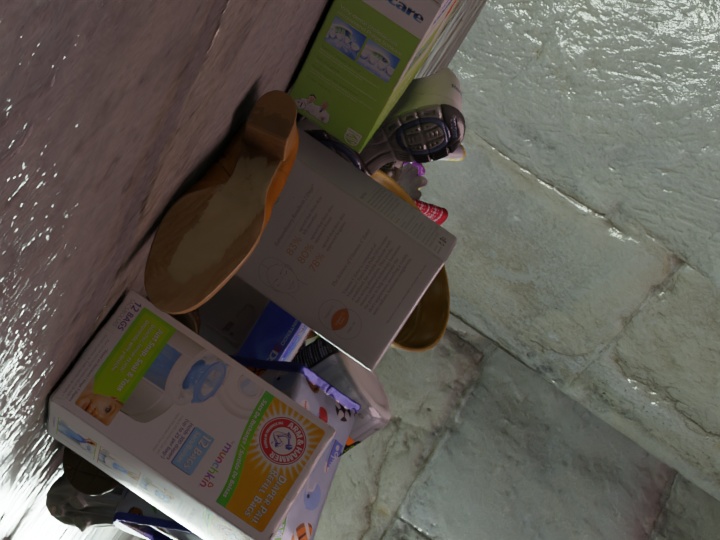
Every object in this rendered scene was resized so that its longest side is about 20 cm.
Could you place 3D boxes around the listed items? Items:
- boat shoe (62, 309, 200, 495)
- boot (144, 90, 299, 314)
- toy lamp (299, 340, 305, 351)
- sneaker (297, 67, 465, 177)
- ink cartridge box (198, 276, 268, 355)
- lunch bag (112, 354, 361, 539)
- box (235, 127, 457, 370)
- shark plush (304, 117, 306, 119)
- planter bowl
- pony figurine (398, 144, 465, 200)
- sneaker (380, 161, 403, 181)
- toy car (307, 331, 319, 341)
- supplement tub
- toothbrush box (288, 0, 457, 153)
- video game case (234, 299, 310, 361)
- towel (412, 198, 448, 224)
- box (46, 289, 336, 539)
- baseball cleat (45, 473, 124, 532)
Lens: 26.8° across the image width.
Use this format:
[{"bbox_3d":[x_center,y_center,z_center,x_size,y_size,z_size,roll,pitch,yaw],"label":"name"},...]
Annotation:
[{"bbox_3d":[-0.197,0.112,1.352,0.201,0.072,0.068,-59,176,14],"label":"boat shoe"},{"bbox_3d":[-0.104,-0.035,1.179,0.203,0.070,0.144,-61,178,-20],"label":"boot"},{"bbox_3d":[-0.063,0.016,1.651,0.058,0.058,0.201,-55,170,-46],"label":"toy lamp"},{"bbox_3d":[0.012,-0.136,1.431,0.198,0.075,0.088,-10,-139,22],"label":"sneaker"},{"bbox_3d":[-0.182,0.108,1.591,0.201,0.084,0.145,-57,179,23],"label":"ink cartridge box"},{"bbox_3d":[-0.120,0.169,1.352,0.124,0.198,0.172,42,60,-46],"label":"lunch bag"},{"bbox_3d":[-0.030,-0.026,1.372,0.125,0.199,0.098,-56,178,17],"label":"box"},{"bbox_3d":[-0.062,-0.128,1.522,0.200,0.091,0.083,-42,156,9],"label":"shark plush"},{"bbox_3d":[0.000,0.000,1.535,0.083,0.201,0.201,-24,-162,33],"label":"planter bowl"},{"bbox_3d":[0.028,-0.135,1.844,0.198,0.168,0.193,-14,169,-38],"label":"pony figurine"},{"bbox_3d":[-0.025,-0.107,1.610,0.200,0.114,0.076,-51,177,-22],"label":"sneaker"},{"bbox_3d":[-0.101,0.047,1.825,0.200,0.164,0.158,-40,167,-50],"label":"toy car"},{"bbox_3d":[-0.075,0.168,1.676,0.199,0.123,0.123,-34,-177,10],"label":"supplement tub"},{"bbox_3d":[0.029,-0.223,1.298,0.146,0.086,0.201,-56,178,-39],"label":"toothbrush box"},{"bbox_3d":[-0.111,0.113,1.531,0.201,0.045,0.181,-58,178,5],"label":"video game case"},{"bbox_3d":[0.006,-0.049,1.719,0.143,0.023,0.200,-22,169,21],"label":"towel"},{"bbox_3d":[-0.134,0.127,1.192,0.113,0.199,0.101,-55,179,-24],"label":"box"},{"bbox_3d":[-0.202,0.216,1.464,0.107,0.197,0.070,-61,159,-56],"label":"baseball cleat"}]
